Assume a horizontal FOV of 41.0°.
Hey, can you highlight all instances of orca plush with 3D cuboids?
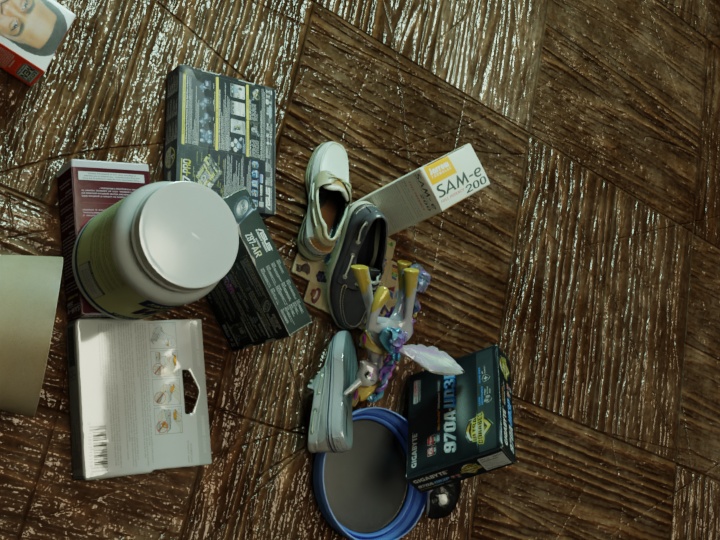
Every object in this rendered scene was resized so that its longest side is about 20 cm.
[{"bbox_3d":[0.154,0.290,1.501,0.105,0.071,0.200,77,24,-47],"label":"orca plush"}]

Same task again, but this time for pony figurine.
[{"bbox_3d":[0.050,0.090,1.408,0.193,0.166,0.201,-7,107,-48],"label":"pony figurine"}]

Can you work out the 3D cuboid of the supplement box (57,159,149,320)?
[{"bbox_3d":[-0.328,-0.038,1.255,0.109,0.061,0.201,1,78,-36],"label":"supplement box"}]

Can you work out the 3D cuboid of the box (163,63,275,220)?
[{"bbox_3d":[-0.200,-0.181,1.391,0.161,0.049,0.201,8,75,-37],"label":"box"}]

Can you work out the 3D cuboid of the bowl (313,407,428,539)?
[{"bbox_3d":[0.016,0.306,1.440,0.200,0.039,0.201,9,74,-35],"label":"bowl"}]

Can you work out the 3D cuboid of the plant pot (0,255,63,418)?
[{"bbox_3d":[-0.453,0.058,1.084,0.199,0.187,0.188,11,72,-19],"label":"plant pot"}]

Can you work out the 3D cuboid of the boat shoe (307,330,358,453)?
[{"bbox_3d":[-0.047,0.173,1.403,0.200,0.067,0.074,-86,159,-44],"label":"boat shoe"}]

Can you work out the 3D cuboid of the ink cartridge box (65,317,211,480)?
[{"bbox_3d":[-0.286,0.162,1.250,0.173,0.043,0.201,2,78,-37],"label":"ink cartridge box"}]

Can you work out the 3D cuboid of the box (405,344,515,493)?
[{"bbox_3d":[0.148,0.219,1.439,0.046,0.159,0.200,50,30,-33],"label":"box"}]

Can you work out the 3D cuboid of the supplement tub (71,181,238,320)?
[{"bbox_3d":[-0.245,-0.023,1.148,0.145,0.200,0.146,8,76,-34],"label":"supplement tub"}]

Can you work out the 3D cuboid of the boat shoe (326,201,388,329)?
[{"bbox_3d":[0.000,0.000,1.440,0.072,0.063,0.201,2,106,-30],"label":"boat shoe"}]

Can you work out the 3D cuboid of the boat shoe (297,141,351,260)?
[{"bbox_3d":[-0.044,-0.115,1.471,0.075,0.068,0.201,19,62,-26],"label":"boat shoe"}]

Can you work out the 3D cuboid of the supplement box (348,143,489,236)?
[{"bbox_3d":[0.082,-0.112,1.480,0.126,0.200,0.074,-30,95,-40],"label":"supplement box"}]

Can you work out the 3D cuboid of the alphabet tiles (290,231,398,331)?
[{"bbox_3d":[-0.015,0.000,1.511,0.200,0.006,0.167,28,64,-28],"label":"alphabet tiles"}]

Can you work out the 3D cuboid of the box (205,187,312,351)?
[{"bbox_3d":[-0.165,0.003,1.303,0.043,0.160,0.201,-30,97,-37],"label":"box"}]

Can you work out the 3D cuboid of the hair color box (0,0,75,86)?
[{"bbox_3d":[-0.475,-0.334,1.216,0.200,0.061,0.102,32,61,-27],"label":"hair color box"}]
